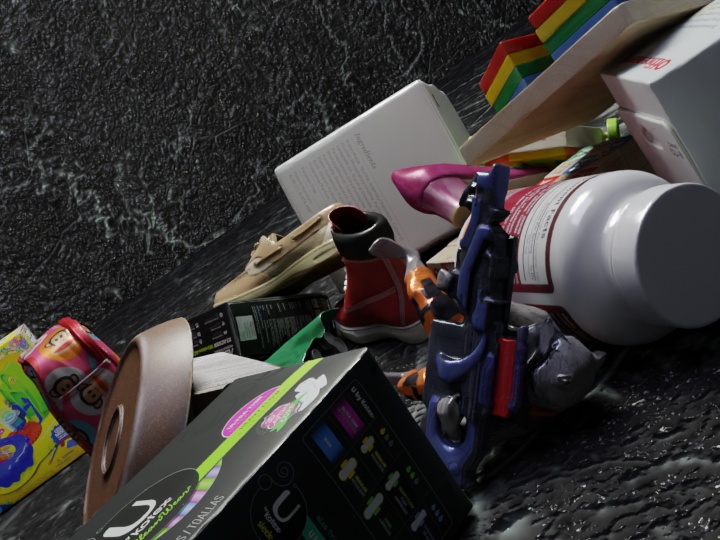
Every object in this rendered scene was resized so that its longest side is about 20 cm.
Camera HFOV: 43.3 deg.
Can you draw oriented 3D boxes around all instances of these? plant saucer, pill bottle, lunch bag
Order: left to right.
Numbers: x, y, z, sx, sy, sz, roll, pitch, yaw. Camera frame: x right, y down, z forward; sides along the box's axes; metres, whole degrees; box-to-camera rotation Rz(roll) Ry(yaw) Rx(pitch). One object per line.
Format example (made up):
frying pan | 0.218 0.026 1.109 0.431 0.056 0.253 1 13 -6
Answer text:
lunch bag | -0.249 0.140 0.897 0.082 0.200 0.176 -42 15 -19
plant saucer | -0.171 0.130 0.678 0.200 0.034 0.201 -46 36 49
pill bottle | 0.156 -0.007 0.617 0.113 0.113 0.200 -37 13 -18

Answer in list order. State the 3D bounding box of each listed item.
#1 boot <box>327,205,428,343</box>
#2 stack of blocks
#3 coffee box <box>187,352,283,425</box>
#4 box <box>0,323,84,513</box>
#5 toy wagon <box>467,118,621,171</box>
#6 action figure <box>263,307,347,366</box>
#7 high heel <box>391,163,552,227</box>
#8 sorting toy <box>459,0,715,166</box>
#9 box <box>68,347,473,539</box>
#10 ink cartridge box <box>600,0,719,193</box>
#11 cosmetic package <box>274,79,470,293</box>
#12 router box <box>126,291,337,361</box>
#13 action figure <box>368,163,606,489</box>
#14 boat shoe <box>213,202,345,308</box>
boot | 0.000 0.000 0.925 0.072 0.145 0.200 -40 12 -22
stack of blocks | 0.172 -0.042 0.843 0.200 0.059 0.115 -38 12 -19
coffee box | -0.111 0.134 0.725 0.079 0.115 0.200 -11 4 -23
box | -0.509 0.216 1.293 0.200 0.193 0.122 -37 12 -13
toy wagon | 0.208 -0.124 0.995 0.154 0.040 0.200 -4 -6 19
action figure | -0.099 0.122 0.923 0.200 0.055 0.118 -34 11 36
high heel | 0.127 -0.087 0.944 0.199 0.068 0.096 -17 41 -39
sorting toy | 0.193 -0.188 0.771 0.200 0.070 0.199 -24 -11 -40
box | -0.062 0.159 0.512 0.148 0.125 0.200 -19 20 48
ink cartridge box | 0.301 -0.130 0.641 0.199 0.145 0.145 -31 11 10
cosmetic package | 0.040 -0.098 1.072 0.199 0.167 0.167 -30 -2 16
router box | -0.148 0.084 1.036 0.200 0.062 0.149 -23 -11 40
action figure | 0.081 0.030 0.601 0.104 0.201 0.193 4 12 -36
boat shoe | -0.087 -0.009 1.010 0.199 0.065 0.071 -27 -13 23
